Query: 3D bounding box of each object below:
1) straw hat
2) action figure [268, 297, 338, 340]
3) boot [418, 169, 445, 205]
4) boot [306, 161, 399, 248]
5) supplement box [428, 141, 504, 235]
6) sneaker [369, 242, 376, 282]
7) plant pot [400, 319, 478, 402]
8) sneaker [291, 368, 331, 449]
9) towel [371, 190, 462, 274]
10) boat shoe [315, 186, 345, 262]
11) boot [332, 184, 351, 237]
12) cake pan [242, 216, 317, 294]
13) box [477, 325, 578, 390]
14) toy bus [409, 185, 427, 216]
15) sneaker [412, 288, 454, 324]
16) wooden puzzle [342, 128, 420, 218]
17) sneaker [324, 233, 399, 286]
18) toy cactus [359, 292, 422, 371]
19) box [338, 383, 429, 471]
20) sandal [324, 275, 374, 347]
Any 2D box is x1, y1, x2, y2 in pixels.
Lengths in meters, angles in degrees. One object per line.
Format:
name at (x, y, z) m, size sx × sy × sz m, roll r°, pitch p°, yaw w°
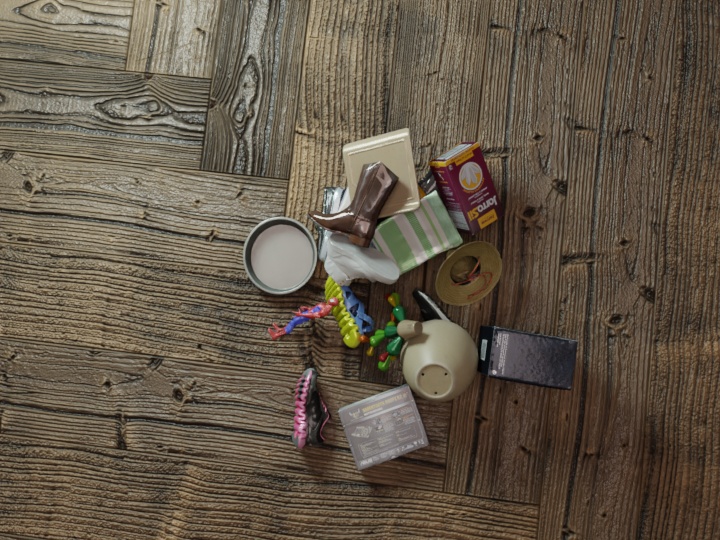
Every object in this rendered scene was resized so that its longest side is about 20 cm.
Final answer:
straw hat at (0.257, -0.010, 1.525) m, size 0.200 × 0.202 × 0.085 m, roll -33°, pitch 41°, yaw 0°
action figure at (-0.142, 0.116, 1.533) m, size 0.197 × 0.065 × 0.052 m, roll -23°, pitch 95°, yaw 14°
boot at (0.206, -0.195, 1.563) m, size 0.199 × 0.070 × 0.133 m, roll -35°, pitch 87°, yaw 11°
boot at (-0.019, -0.181, 1.447) m, size 0.184 × 0.064 × 0.203 m, roll 24°, pitch 104°, yaw 11°
supplement box at (0.266, -0.205, 1.499) m, size 0.109 × 0.085 × 0.202 m, roll -31°, pitch 110°, yaw -14°
sneaker at (0.038, -0.080, 1.550) m, size 0.113 × 0.075 × 0.202 m, roll 27°, pitch 90°, yaw 2°
plant pot at (0.187, 0.239, 1.460) m, size 0.197 × 0.135 × 0.204 m, roll 3°, pitch 106°, yaw 12°
sneaker at (-0.120, 0.355, 1.541) m, size 0.094 × 0.079 × 0.204 m, roll 7°, pitch 87°, yaw -19°
towel at (0.134, -0.083, 1.476) m, size 0.198 × 0.023 × 0.154 m, roll -28°, pitch 112°, yaw 14°
boat shoe at (-0.087, -0.123, 1.570) m, size 0.056 × 0.069 × 0.203 m, roll 11°, pitch 81°, yaw 11°
boot at (-0.018, -0.161, 1.554) m, size 0.072 × 0.090 × 0.203 m, roll 21°, pitch 89°, yaw 2°
cake pan at (-0.209, -0.038, 1.579) m, size 0.196 × 0.037 × 0.204 m, roll 0°, pitch 86°, yaw 3°
box at (0.395, 0.209, 1.452) m, size 0.195 × 0.200 × 0.126 m, roll 8°, pitch 86°, yaw 4°
toy bus at (0.093, -0.218, 1.513) m, size 0.078 × 0.065 × 0.201 m, roll -37°, pitch 77°, yaw 4°
sneaker at (0.187, 0.141, 1.532) m, size 0.087 × 0.076 × 0.200 m, roll -42°, pitch 85°, yaw 5°
wooden puzzle at (0.052, -0.230, 1.469) m, size 0.182 × 0.037 × 0.204 m, roll -9°, pitch 85°, yaw 25°
sneaker at (0.000, 0.000, 1.497) m, size 0.198 × 0.074 × 0.117 m, roll 31°, pitch 133°, yaw 14°
toy cactus at (0.084, 0.142, 1.480) m, size 0.102 × 0.164 × 0.202 m, roll 33°, pitch 62°, yaw -27°
box at (0.059, 0.399, 1.531) m, size 0.197 × 0.048 × 0.161 m, roll -21°, pitch 85°, yaw 1°
sandal at (-0.028, 0.097, 1.552) m, size 0.086 × 0.079 × 0.203 m, roll -14°, pitch 76°, yaw -35°
